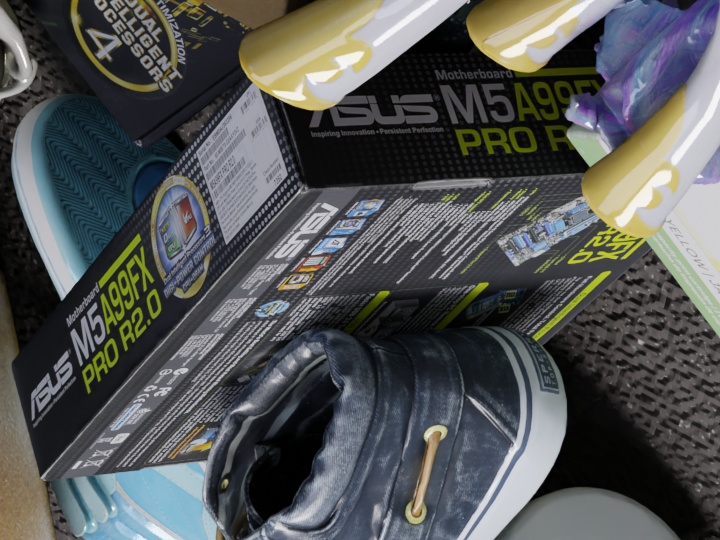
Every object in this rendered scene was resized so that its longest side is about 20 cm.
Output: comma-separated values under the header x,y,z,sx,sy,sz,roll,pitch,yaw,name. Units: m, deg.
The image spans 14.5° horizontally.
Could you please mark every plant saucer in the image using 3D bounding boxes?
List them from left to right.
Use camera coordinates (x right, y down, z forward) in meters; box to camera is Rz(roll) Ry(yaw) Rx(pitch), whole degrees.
x,y,z,sx,sy,sz,roll,pitch,yaw,name
-0.141,0.073,1.090,0.200,0.035,0.201,169,90,-83,plant saucer

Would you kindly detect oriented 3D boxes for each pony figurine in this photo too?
x,y,z,sx,sy,sz,roll,pitch,yaw,name
0.093,-0.095,0.669,0.193,0.167,0.200,21,136,-21,pony figurine

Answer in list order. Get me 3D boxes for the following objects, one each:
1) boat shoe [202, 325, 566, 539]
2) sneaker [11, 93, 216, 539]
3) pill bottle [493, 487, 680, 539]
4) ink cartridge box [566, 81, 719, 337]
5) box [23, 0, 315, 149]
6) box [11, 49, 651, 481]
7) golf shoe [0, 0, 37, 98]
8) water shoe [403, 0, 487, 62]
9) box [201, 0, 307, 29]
x,y,z,sx,sy,sz,roll,pitch,yaw,name
-0.020,0.095,0.905,0.201,0.091,0.071,-61,42,28,boat shoe
-0.092,0.036,1.054,0.130,0.080,0.200,-21,105,47,sneaker
0.031,0.149,1.005,0.113,0.113,0.200,51,141,-5,pill bottle
0.167,0.005,0.763,0.200,0.048,0.146,15,150,53,ink cartridge box
-0.078,-0.156,0.912,0.161,0.049,0.200,-30,99,45,box
0.000,0.000,0.884,0.200,0.160,0.044,-46,56,50,box
-0.151,-0.076,0.961,0.088,0.077,0.200,48,174,16,golf shoe
0.008,-0.120,0.767,0.071,0.079,0.200,35,142,22,water shoe
-0.069,-0.184,0.832,0.163,0.021,0.200,30,134,18,box
